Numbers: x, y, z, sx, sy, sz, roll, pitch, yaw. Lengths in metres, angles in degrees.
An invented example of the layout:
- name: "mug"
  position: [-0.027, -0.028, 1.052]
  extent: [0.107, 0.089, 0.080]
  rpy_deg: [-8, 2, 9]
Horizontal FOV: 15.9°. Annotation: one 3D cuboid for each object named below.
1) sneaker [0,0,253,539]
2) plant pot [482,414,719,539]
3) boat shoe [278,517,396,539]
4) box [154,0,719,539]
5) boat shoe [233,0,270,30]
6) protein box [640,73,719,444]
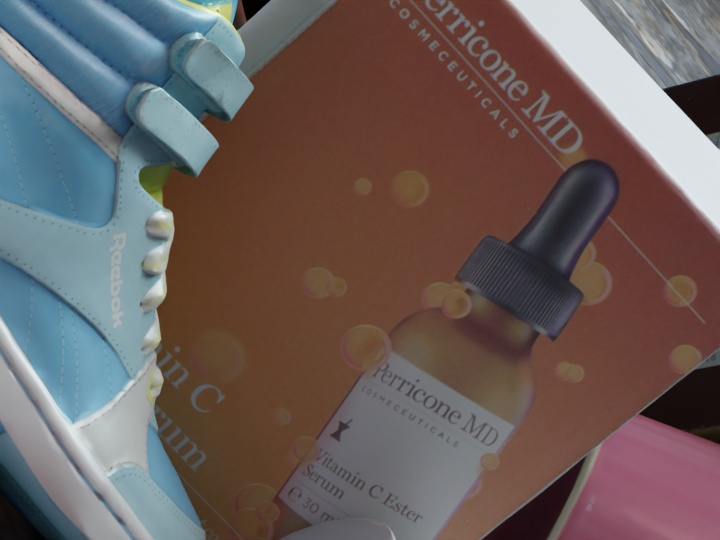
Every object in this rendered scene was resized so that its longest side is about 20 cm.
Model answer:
- name: "sneaker"
  position: [-0.064, -0.007, 0.688]
  extent: [0.080, 0.131, 0.200]
  rpy_deg: [29, -26, 53]
- name: "plant pot"
  position: [0.117, 0.141, 0.830]
  extent: [0.179, 0.200, 0.200]
  rpy_deg: [33, 18, -4]
- name: "boat shoe"
  position: [-0.012, 0.140, 0.670]
  extent: [0.200, 0.074, 0.065]
  rpy_deg: [-63, 136, -59]
- name: "box"
  position: [0.000, 0.000, 0.781]
  extent: [0.152, 0.200, 0.106]
  rpy_deg: [46, 17, -11]
- name: "boat shoe"
  position: [-0.032, -0.060, 1.009]
  extent: [0.070, 0.070, 0.200]
  rpy_deg: [24, 32, -58]
- name: "protein box"
  position: [0.180, 0.023, 0.947]
  extent: [0.199, 0.200, 0.135]
  rpy_deg: [32, 53, -49]
